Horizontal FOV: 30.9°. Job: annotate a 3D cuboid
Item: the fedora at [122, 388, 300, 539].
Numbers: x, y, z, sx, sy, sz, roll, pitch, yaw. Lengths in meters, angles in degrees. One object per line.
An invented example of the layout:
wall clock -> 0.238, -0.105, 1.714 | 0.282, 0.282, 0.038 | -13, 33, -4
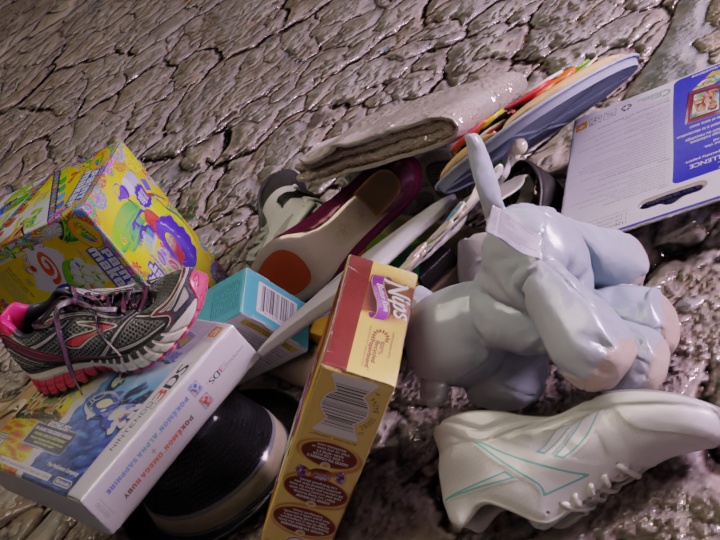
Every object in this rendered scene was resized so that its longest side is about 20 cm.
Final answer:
fedora -> -0.145, 0.144, 1.096 | 0.200, 0.092, 0.201 | -28, 29, 17

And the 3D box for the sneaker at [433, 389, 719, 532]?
sneaker -> 0.142, 0.127, 0.843 | 0.200, 0.070, 0.080 | -14, 60, 27

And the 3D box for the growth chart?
growth chart -> 0.060, -0.028, 1.025 | 0.200, 0.018, 0.145 | -44, -3, -23

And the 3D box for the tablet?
tablet -> 0.000, 0.000, 1.071 | 0.130, 0.014, 0.200 | -36, 3, 32

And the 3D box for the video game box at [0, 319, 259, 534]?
video game box -> -0.201, 0.113, 1.060 | 0.200, 0.047, 0.182 | 4, 46, 51

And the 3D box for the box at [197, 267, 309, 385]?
box -> -0.143, 0.071, 1.178 | 0.200, 0.082, 0.049 | -27, 45, 34

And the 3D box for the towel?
towel -> 0.041, -0.129, 1.163 | 0.200, 0.035, 0.132 | -13, 17, 41

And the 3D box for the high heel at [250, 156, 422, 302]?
high heel -> -0.022, -0.032, 1.201 | 0.200, 0.067, 0.096 | -36, 1, 21

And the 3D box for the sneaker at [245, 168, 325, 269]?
sneaker -> -0.056, -0.045, 1.303 | 0.088, 0.074, 0.200 | -29, 32, 22

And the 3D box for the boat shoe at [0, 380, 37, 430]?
boat shoe -> -0.331, 0.159, 1.320 | 0.200, 0.071, 0.065 | -26, 35, 36

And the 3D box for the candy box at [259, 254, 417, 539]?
candy box -> -0.017, 0.102, 0.933 | 0.117, 0.056, 0.200 | -75, 2, -50

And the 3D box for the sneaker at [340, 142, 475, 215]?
sneaker -> 0.066, -0.106, 1.277 | 0.200, 0.078, 0.099 | 3, 36, 43

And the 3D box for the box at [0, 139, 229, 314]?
box -> -0.275, 0.007, 1.340 | 0.192, 0.200, 0.122 | -20, 31, 26

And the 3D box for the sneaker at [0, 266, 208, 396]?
sneaker -> -0.209, 0.042, 1.051 | 0.200, 0.075, 0.081 | -21, 31, 25

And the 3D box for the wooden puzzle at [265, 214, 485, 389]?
wooden puzzle -> 0.004, 0.024, 1.172 | 0.200, 0.037, 0.185 | -47, 30, -19

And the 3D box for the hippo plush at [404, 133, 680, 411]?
hippo plush -> 0.106, 0.046, 0.898 | 0.161, 0.200, 0.160 | -42, 40, 31

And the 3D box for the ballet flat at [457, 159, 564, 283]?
ballet flat -> 0.114, -0.018, 1.075 | 0.068, 0.068, 0.200 | -11, 37, 35

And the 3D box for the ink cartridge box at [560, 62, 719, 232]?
ink cartridge box -> 0.259, -0.089, 1.050 | 0.197, 0.047, 0.200 | -19, 34, 28

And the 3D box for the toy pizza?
toy pizza -> 0.142, -0.129, 1.083 | 0.200, 0.032, 0.200 | -32, -5, -3
